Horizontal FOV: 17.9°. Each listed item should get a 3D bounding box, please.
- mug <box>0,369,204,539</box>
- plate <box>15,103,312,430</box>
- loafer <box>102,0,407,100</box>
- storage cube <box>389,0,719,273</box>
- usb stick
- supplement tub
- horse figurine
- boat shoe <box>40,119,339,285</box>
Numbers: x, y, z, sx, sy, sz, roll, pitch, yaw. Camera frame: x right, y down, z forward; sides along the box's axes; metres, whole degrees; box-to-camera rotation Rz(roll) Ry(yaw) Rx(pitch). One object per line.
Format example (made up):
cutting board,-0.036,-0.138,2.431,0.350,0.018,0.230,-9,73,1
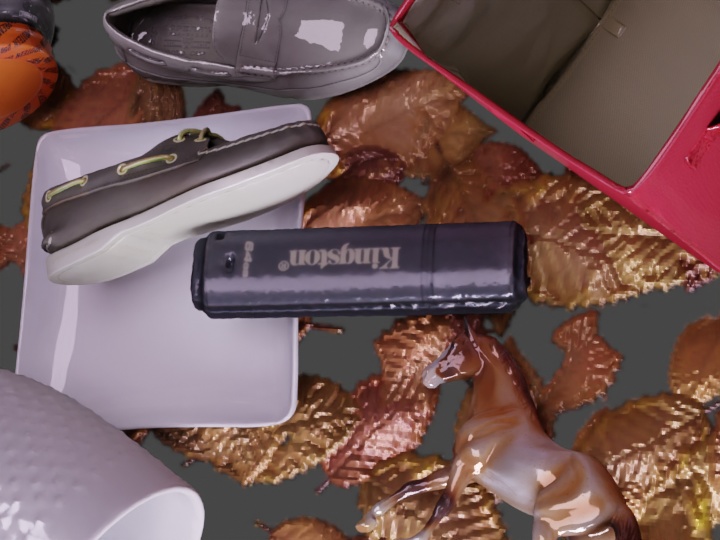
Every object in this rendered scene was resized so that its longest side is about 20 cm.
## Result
mug,-0.218,0.160,1.345,0.175,0.148,0.200,35,98,23
plate,-0.118,0.004,1.415,0.200,0.032,0.200,-4,73,25
loafer,-0.066,-0.144,1.409,0.200,0.070,0.070,-1,75,27
storage cube,0.158,-0.125,1.226,0.200,0.180,0.171,37,94,29
usb stick,0.000,0.000,1.332,0.200,0.033,0.055,-2,75,13
supplement tub,-0.276,-0.193,1.500,0.123,0.123,0.200,-33,64,15
horse figurine,0.086,0.127,1.257,0.133,0.050,0.200,-46,51,-11
boat shoe,-0.107,-0.051,1.366,0.202,0.072,0.060,-22,71,23
